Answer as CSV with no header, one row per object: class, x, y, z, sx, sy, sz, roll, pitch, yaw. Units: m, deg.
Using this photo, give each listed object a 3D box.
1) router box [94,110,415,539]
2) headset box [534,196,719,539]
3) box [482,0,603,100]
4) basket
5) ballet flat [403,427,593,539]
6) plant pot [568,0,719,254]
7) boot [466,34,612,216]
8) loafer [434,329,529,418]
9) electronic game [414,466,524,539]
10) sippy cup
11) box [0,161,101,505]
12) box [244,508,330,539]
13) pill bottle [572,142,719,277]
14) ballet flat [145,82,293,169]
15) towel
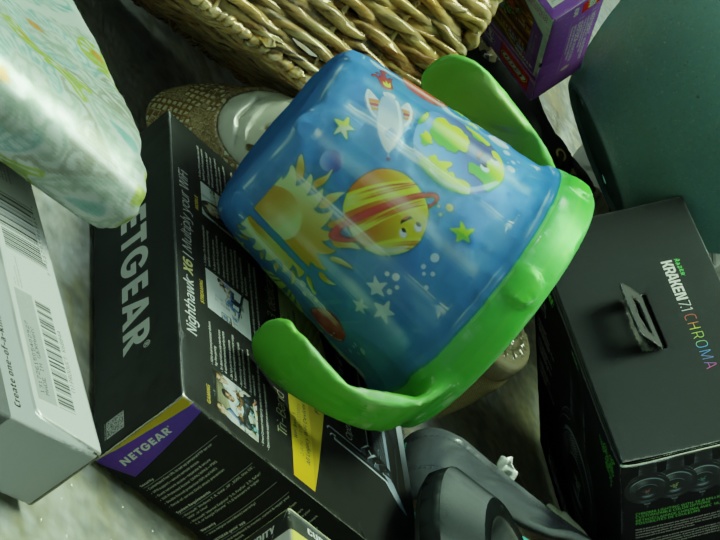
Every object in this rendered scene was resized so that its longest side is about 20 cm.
router box,-0.048,0.044,0.954,0.157,0.052,0.201,42,24,-31
headset box,0.160,0.086,1.171,0.201,0.092,0.175,83,-7,-47
box,0.056,-0.200,1.161,0.201,0.039,0.137,56,-8,10
basket,-0.039,-0.175,1.098,0.199,0.143,0.149,35,-3,-23
ballet flat,0.083,0.138,1.086,0.200,0.073,0.073,37,26,-36
plant pot,0.198,-0.091,1.229,0.200,0.134,0.201,159,-90,-90
boot,0.055,-0.057,1.224,0.200,0.073,0.151,-32,99,-42
loafer,0.000,0.000,1.124,0.200,0.068,0.076,46,23,23
electronic game,0.061,0.185,0.938,0.200,0.041,0.202,-16,90,-79
sippy cup,0.012,-0.022,0.946,0.130,0.140,0.178,39,14,-9
box,-0.185,-0.017,0.754,0.200,0.041,0.157,34,28,-48
box,-0.031,0.181,0.746,0.050,0.075,0.201,40,25,-29
pill bottle,0.198,0.005,1.401,0.201,0.113,0.114,75,-1,-48
ballet flat,-0.014,-0.049,1.057,0.199,0.065,0.071,28,57,3
towel,-0.170,-0.115,0.868,0.171,0.048,0.200,36,13,-33
